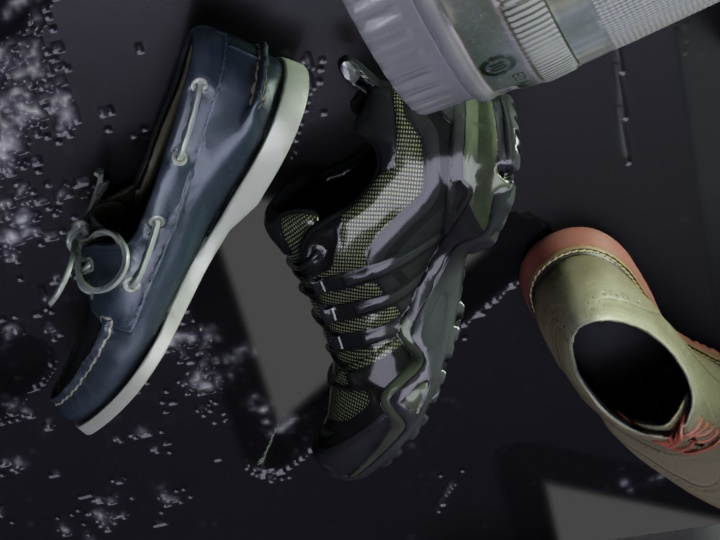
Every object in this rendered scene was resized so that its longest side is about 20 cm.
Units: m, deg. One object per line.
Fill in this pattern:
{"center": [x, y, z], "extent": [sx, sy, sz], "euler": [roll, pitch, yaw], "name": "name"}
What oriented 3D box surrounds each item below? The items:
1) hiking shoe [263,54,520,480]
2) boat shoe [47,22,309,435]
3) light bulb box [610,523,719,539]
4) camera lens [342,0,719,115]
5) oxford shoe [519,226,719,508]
{"center": [0.000, 0.000, 0.786], "extent": [0.100, 0.076, 0.201], "euler": [18, 112, -6], "name": "hiking shoe"}
{"center": [-0.094, -0.016, 0.757], "extent": [0.062, 0.075, 0.201], "euler": [24, 117, -21], "name": "boat shoe"}
{"center": [0.146, 0.255, 0.925], "extent": [0.198, 0.125, 0.199], "euler": [-8, 124, 0], "name": "light bulb box"}
{"center": [0.082, -0.163, 0.622], "extent": [0.199, 0.160, 0.160], "euler": [-24, 122, 12], "name": "camera lens"}
{"center": [0.146, 0.068, 0.831], "extent": [0.070, 0.075, 0.200], "euler": [-39, 118, 19], "name": "oxford shoe"}
